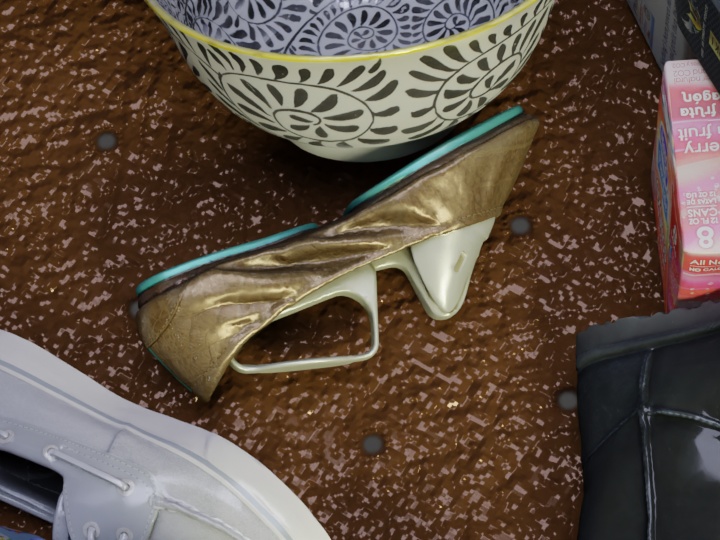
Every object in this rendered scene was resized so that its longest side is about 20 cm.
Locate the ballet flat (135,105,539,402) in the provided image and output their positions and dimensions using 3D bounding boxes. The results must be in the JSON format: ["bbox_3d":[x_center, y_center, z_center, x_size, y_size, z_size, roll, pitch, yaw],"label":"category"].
[{"bbox_3d":[0.000,0.000,1.163,0.199,0.068,0.073,-26,85,-9],"label":"ballet flat"}]

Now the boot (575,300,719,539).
[{"bbox_3d":[0.161,0.109,1.073,0.164,0.066,0.201,-16,55,31],"label":"boot"}]

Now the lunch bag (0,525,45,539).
[{"bbox_3d":[-0.105,0.144,1.015,0.150,0.200,0.094,22,66,14],"label":"lunch bag"}]

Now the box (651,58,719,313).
[{"bbox_3d":[0.229,-0.032,1.140,0.199,0.103,0.095,-3,63,1],"label":"box"}]

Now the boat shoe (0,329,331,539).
[{"bbox_3d":[-0.106,0.092,1.107,0.199,0.072,0.069,30,57,16],"label":"boat shoe"}]

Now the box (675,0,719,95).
[{"bbox_3d":[0.250,-0.096,1.084,0.199,0.051,0.158,-21,55,-10],"label":"box"}]

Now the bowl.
[{"bbox_3d":[0.002,-0.111,1.181,0.200,0.095,0.201,-4,38,3],"label":"bowl"}]

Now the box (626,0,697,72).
[{"bbox_3d":[0.194,-0.211,1.229,0.183,0.105,0.201,-19,65,-6],"label":"box"}]
